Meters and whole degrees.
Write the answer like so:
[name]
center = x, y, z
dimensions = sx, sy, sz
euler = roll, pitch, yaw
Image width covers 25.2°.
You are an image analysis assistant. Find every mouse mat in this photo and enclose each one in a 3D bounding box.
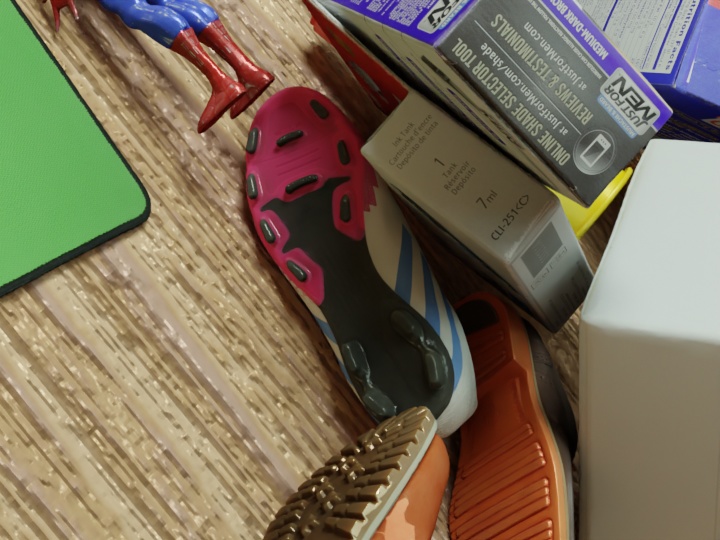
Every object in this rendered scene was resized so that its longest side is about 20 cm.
[mouse mat]
center = -0.190, -0.060, 0.701
dimensions = 0.161, 0.008, 0.200
euler = 55, 37, 0

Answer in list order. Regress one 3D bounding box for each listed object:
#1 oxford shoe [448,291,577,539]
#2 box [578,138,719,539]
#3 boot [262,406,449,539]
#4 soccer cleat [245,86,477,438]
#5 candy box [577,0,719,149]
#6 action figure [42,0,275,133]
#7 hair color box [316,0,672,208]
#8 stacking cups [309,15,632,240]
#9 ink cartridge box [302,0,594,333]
[oxford shoe]
center = 0.091, 0.104, 0.841
dimensions = 0.073, 0.071, 0.200
euler = 31, 42, -38
[box]
center = 0.218, 0.064, 0.865
dimensions = 0.200, 0.171, 0.199
euler = -60, 151, -52
[boot]
center = 0.007, 0.153, 0.709
dimensions = 0.107, 0.075, 0.200
euler = 45, 45, -19
[soccer cleat]
center = 0.000, 0.000, 0.834
dimensions = 0.200, 0.070, 0.086
euler = 66, 14, 19
[candy box]
center = 0.214, -0.123, 1.036
dimensions = 0.169, 0.200, 0.077
euler = 21, 89, -28
[action figure]
center = -0.131, -0.154, 0.809
dimensions = 0.200, 0.052, 0.065
euler = 50, 30, 1
[hair color box]
center = 0.052, -0.108, 0.774
dimensions = 0.109, 0.065, 0.200
euler = 42, 1, -26
[stacking cups]
center = 0.062, -0.098, 0.925
dimensions = 0.200, 0.061, 0.061
euler = 41, 36, 4
[ink cartridge box]
center = 0.038, -0.051, 0.848
dimensions = 0.176, 0.045, 0.200
euler = 40, -1, 18
